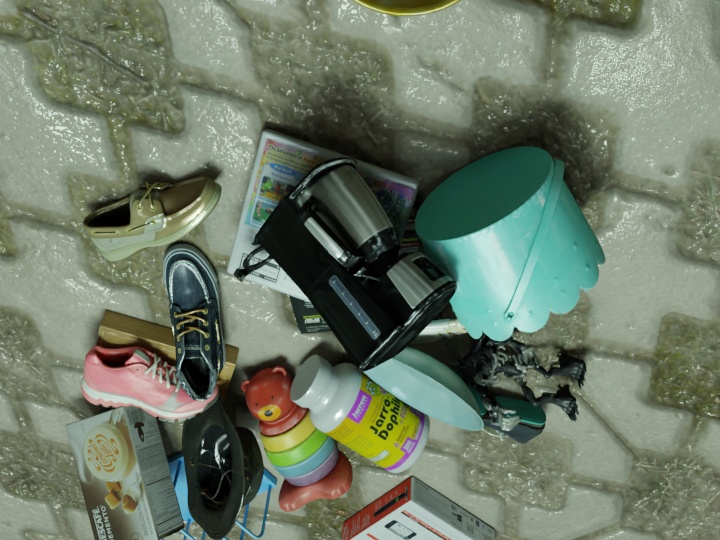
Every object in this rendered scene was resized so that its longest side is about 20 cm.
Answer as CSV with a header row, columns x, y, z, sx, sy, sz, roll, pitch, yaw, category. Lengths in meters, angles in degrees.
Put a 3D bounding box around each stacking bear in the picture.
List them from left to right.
x,y,z,sx,sy,sz,roll,pitch,yaw,category
-0.103,0.233,1.420,0.119,0.114,0.202,-19,115,16,stacking bear

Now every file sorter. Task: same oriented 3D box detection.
x,y,z,sx,sy,sz,roll,pitch,yaw,category
-0.257,0.379,1.545,0.198,0.124,0.139,-27,124,24,file sorter

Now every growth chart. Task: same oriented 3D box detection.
x,y,z,sx,sy,sz,roll,pitch,yaw,category
0.074,0.082,1.258,0.142,0.018,0.200,-5,171,2,growth chart

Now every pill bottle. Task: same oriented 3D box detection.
x,y,z,sx,sy,sz,roll,pitch,yaw,category
-0.002,0.202,1.385,0.198,0.105,0.104,33,125,-22,pill bottle

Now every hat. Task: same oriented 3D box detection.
x,y,z,sx,sy,sz,roll,pitch,yaw,category
-0.187,0.281,1.396,0.080,0.203,0.202,2,138,-35,hat

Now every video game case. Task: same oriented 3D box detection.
x,y,z,sx,sy,sz,roll,pitch,yaw,category
-0.048,-0.052,1.166,0.196,0.024,0.185,19,106,4,video game case

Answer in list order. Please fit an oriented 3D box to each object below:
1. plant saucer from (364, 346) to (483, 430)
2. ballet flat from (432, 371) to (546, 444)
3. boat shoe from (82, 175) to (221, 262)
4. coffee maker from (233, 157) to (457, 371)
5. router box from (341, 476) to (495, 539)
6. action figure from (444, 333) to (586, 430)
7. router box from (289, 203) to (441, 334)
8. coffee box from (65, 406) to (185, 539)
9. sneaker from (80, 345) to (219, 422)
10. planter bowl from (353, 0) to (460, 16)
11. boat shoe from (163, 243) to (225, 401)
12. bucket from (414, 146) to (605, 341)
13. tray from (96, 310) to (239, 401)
x,y,z,sx,sy,sz,roll,pitch,yaw,category
0.083,0.145,1.282,0.198,0.039,0.201,28,163,9,plant saucer
0.174,0.202,1.395,0.197,0.074,0.073,22,129,-16,ballet flat
-0.264,-0.072,1.202,0.197,0.075,0.067,-23,130,23,boat shoe
-0.014,0.008,1.084,0.201,0.134,0.193,51,137,12,coffee maker
0.097,0.448,1.617,0.199,0.049,0.179,36,124,-23,router box
0.209,0.145,1.309,0.196,0.102,0.121,10,110,-11,action figure
0.000,0.000,1.244,0.196,0.063,0.152,-5,129,9,router box
-0.355,0.311,1.454,0.113,0.079,0.204,-18,85,21,coffee box
-0.295,0.152,1.346,0.196,0.074,0.088,7,127,-2,sneaker
0.046,-0.358,0.928,0.196,0.084,0.203,3,131,3,planter bowl
-0.221,0.071,1.287,0.069,0.091,0.204,-9,116,3,boat shoe
0.168,-0.037,1.111,0.204,0.209,0.136,-22,117,22,bucket
-0.284,0.131,1.398,0.196,0.037,0.100,17,129,-8,tray
